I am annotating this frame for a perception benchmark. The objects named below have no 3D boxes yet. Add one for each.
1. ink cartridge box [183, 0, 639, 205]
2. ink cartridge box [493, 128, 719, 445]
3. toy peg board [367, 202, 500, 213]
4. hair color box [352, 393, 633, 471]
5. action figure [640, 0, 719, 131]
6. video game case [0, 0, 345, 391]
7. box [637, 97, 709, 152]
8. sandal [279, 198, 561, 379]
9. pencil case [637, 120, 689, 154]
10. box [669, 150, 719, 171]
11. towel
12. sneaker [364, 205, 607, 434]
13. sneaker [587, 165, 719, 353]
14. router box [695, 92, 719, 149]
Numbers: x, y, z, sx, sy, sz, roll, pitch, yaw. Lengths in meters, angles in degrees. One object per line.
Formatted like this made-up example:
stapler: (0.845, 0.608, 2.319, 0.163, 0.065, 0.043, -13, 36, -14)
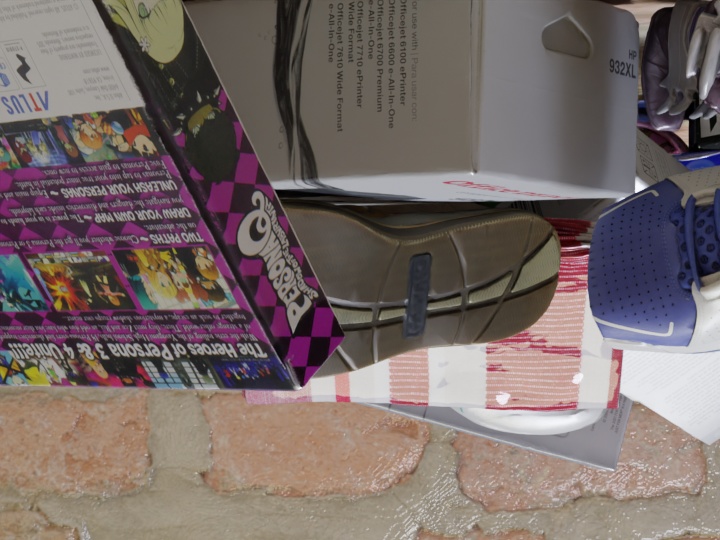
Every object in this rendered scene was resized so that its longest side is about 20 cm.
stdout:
ink cartridge box: (0.003, -0.073, 0.874, 0.199, 0.084, 0.145, -1, 178, 34)
ink cartridge box: (0.159, 0.011, 1.053, 0.109, 0.051, 0.199, -38, 130, 26)
toy peg board: (0.016, -0.072, 1.157, 0.198, 0.099, 0.200, 15, 176, -2)
hair color box: (0.058, 0.040, 1.141, 0.199, 0.100, 0.061, 15, 177, -4)
action figure: (0.180, -0.086, 0.788, 0.129, 0.070, 0.200, 9, 173, -11)
video game case: (-0.120, -0.040, 0.676, 0.199, 0.182, 0.036, -2, -147, 41)
box: (0.274, -0.090, 1.260, 0.198, 0.033, 0.121, 1, 179, 8)
sandal: (0.000, 0.000, 0.891, 0.199, 0.081, 0.054, -4, -157, -33)
pencil case: (0.187, -0.058, 1.423, 0.086, 0.083, 0.200, 11, 180, 5)
box: (0.257, -0.053, 1.276, 0.199, 0.042, 0.119, -1, 180, -35)
towel: (0.034, 0.026, 1.003, 0.198, 0.023, 0.145, 2, 141, 4)
sneaker: (0.050, 0.028, 1.065, 0.199, 0.071, 0.080, 28, 163, -8)
sneaker: (0.178, -0.025, 0.768, 0.198, 0.081, 0.115, -8, 162, 21)
router box: (0.286, -0.087, 0.972, 0.199, 0.052, 0.149, 1, 176, -28)
